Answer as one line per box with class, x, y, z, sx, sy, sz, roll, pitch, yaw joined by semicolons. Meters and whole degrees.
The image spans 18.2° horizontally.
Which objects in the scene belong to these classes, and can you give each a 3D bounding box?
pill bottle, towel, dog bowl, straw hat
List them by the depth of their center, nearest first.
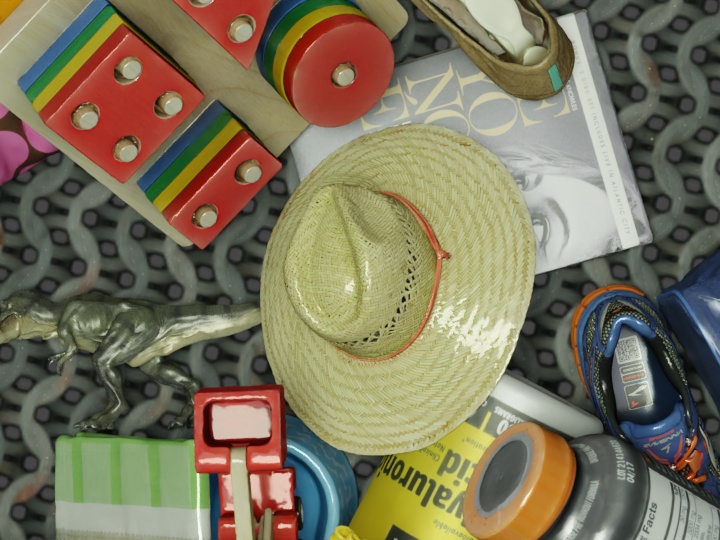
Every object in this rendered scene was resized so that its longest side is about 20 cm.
pill bottle;0.153;0.159;1.252;0.200;0.106;0.106;32;91;-21
straw hat;0.000;0.000;1.288;0.200;0.085;0.202;-9;72;29
pill bottle;0.053;0.154;1.331;0.111;0.111;0.201;26;91;1
towel;-0.130;0.198;1.337;0.031;0.149;0.201;0;89;-43
dog bowl;-0.066;0.188;1.365;0.111;0.050;0.201;11;91;2

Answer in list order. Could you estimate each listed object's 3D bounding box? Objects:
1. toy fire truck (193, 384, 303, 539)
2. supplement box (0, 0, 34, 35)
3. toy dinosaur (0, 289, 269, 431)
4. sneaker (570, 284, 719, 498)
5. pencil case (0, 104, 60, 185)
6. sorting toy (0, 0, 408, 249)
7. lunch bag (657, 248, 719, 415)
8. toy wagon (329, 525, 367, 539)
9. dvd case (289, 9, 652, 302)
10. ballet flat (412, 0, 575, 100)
toy fire truck;-0.059;0.163;1.270;0.049;0.141;0.201;-3;90;2
supplement box;-0.249;-0.206;1.291;0.073;0.126;0.200;-42;58;1
toy dinosaur;-0.135;0.053;1.371;0.199;0.047;0.089;-2;84;-2
sneaker;0.176;0.107;1.343;0.075;0.078;0.201;-23;89;2
pencil case;-0.163;-0.129;1.345;0.200;0.094;0.091;-31;89;2
sorting toy;-0.082;-0.120;1.280;0.199;0.200;0.070;-46;45;4
lunch bag;0.270;0.050;1.311;0.132;0.136;0.201;-28;89;0
toy wagon;-0.056;0.216;1.217;0.155;0.040;0.200;33;118;-18
dvd case;0.064;-0.061;1.377;0.199;0.016;0.149;-16;89;1
ballet flat;0.050;-0.181;1.339;0.068;0.072;0.200;-42;83;-2
